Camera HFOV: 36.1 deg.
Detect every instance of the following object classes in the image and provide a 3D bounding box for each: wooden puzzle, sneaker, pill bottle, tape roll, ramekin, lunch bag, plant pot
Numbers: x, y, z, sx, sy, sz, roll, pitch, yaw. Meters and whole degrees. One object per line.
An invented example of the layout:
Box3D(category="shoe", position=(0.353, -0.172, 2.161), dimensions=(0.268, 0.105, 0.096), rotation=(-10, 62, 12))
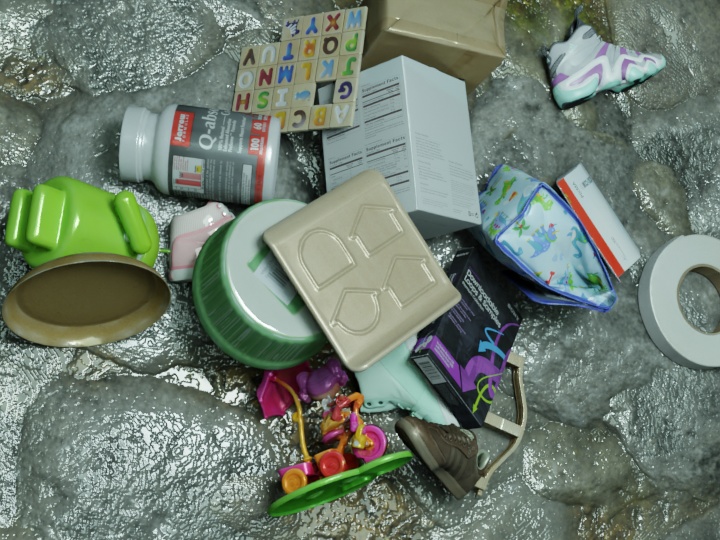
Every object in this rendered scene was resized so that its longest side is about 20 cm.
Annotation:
Box3D(category="wooden puzzle", position=(0.000, 0.000, 1.322), dimensions=(0.184, 0.046, 0.201), rotation=(-32, 84, -30))
Box3D(category="sneaker", position=(-0.156, -0.044, 1.443), dimensions=(0.196, 0.075, 0.107), rotation=(-5, 84, -15))
Box3D(category="sneaker", position=(0.064, 0.180, 1.482), dimensions=(0.117, 0.074, 0.202), rotation=(-25, 109, 13))
Box3D(category="sneaker", position=(0.106, 0.220, 1.406), dimensions=(0.076, 0.200, 0.070), rotation=(-44, 52, -6))
Box3D(category="sneaker", position=(0.367, -0.341, 1.687), dimensions=(0.197, 0.078, 0.142), rotation=(-18, 84, -22))
Box3D(category="pill bottle", position=(-0.205, -0.151, 1.421), dimensions=(0.196, 0.116, 0.118), rotation=(6, 75, -4))
Box3D(category="tape roll", position=(0.514, 0.046, 1.669), dimensions=(0.199, 0.037, 0.207), rotation=(4, 77, -17))
Box3D(category="ramekin", position=(-0.099, 0.012, 1.350), dimensions=(0.196, 0.098, 0.204), rotation=(8, 70, -22))
Box3D(category="lunch bag", position=(0.249, -0.032, 1.512), dimensions=(0.199, 0.170, 0.128), rotation=(39, 95, -20))
Box3D(category="plant pot", position=(-0.325, 0.032, 1.312), dimensions=(0.196, 0.201, 0.028), rotation=(-3, 58, -19))

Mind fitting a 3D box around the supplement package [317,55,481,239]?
Box3D(category="supplement package", position=(0.051, -0.152, 1.471), dimensions=(0.151, 0.149, 0.204), rotation=(9, 72, -51))

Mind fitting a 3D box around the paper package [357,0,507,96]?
Box3D(category="paper package", position=(0.083, -0.311, 1.518), dimensions=(0.187, 0.200, 0.105), rotation=(9, 70, -17))

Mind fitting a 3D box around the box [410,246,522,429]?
Box3D(category="box", position=(0.146, 0.088, 1.478), dimensions=(0.144, 0.036, 0.202), rotation=(52, 44, -27))

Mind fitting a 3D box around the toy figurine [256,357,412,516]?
Box3D(category="toy figurine", position=(-0.053, 0.185, 1.388), dimensions=(0.197, 0.150, 0.187), rotation=(-26, 71, 15))

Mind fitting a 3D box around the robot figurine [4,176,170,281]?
Box3D(category="robot figurine", position=(-0.328, -0.041, 1.333), dimensions=(0.199, 0.173, 0.118), rotation=(21, 68, -48))

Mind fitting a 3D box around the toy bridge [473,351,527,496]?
Box3D(category="toy bridge", position=(0.193, 0.214, 1.527), dimensions=(0.066, 0.027, 0.203), rotation=(23, 72, -13))

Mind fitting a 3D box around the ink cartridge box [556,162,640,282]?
Box3D(category="ink cartridge box", position=(0.337, -0.072, 1.558), dimensions=(0.047, 0.200, 0.161), rotation=(-33, 90, 13))

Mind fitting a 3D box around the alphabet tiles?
Box3D(category="alphabet tiles", position=(-0.086, -0.264, 1.479), dimensions=(0.008, 0.197, 0.171), rotation=(29, 64, -57))
